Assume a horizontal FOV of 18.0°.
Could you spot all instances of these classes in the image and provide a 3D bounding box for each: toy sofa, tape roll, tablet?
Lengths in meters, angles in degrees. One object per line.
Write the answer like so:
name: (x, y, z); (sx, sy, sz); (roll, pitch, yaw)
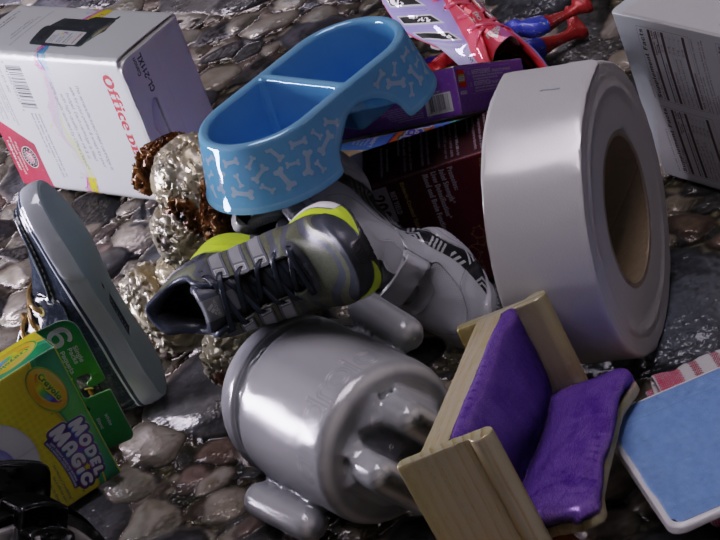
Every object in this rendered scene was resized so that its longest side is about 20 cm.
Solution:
toy sofa: (0.099, 0.090, 1.374); (0.097, 0.083, 0.200); (-22, 17, 23)
tape roll: (0.147, -0.038, 1.527); (0.070, 0.203, 0.203); (-7, 35, 24)
tablet: (0.258, 0.089, 1.392); (0.199, 0.014, 0.130); (-23, 32, -4)

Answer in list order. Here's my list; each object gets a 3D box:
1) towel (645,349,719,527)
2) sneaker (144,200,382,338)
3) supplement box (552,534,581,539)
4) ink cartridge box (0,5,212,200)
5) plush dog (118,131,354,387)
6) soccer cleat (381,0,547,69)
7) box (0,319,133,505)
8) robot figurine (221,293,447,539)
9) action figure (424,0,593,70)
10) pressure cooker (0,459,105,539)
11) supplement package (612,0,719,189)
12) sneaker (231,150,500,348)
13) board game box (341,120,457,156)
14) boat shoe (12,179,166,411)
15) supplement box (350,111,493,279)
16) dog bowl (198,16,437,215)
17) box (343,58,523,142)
towel: (0.290, 0.081, 1.427); (0.199, 0.030, 0.147); (-20, 32, 0)
sneaker: (-0.064, 0.011, 1.498); (0.200, 0.074, 0.081); (-18, 13, 49)
supplement box: (0.053, 0.228, 1.317); (0.200, 0.069, 0.066); (-35, 32, -16)
ink cartridge box: (-0.229, -0.147, 1.981); (0.199, 0.146, 0.083); (8, 41, 39)
plush dog: (-0.097, -0.024, 1.686); (0.160, 0.172, 0.200); (-34, 32, -19)
soccer cleat: (0.089, -0.191, 1.820); (0.067, 0.077, 0.200); (-38, 79, -19)
box: (-0.259, 0.132, 1.608); (0.200, 0.118, 0.048); (-34, 27, -18)
robot figurine: (-0.017, 0.096, 1.512); (0.200, 0.113, 0.170); (22, 79, 49)
action figure: (0.097, -0.181, 1.894); (0.199, 0.065, 0.052); (-28, 70, -16)
pressure cooker: (-0.243, 0.217, 1.417); (0.199, 0.176, 0.179); (12, 49, 48)
supplement package: (0.317, -0.148, 1.632); (0.152, 0.151, 0.200); (-39, 35, -24)
sneaker: (0.000, 0.000, 1.592); (0.075, 0.200, 0.115); (-53, -5, 38)
board game box: (-0.020, -0.072, 1.833); (0.199, 0.045, 0.152); (1, 38, 35)
boat shoe: (-0.223, 0.032, 1.659); (0.090, 0.201, 0.071); (-22, 30, 8)
supplement box: (0.102, -0.057, 1.672); (0.199, 0.109, 0.061); (-18, 30, 9)
dog bowl: (-0.034, -0.114, 1.594); (0.111, 0.050, 0.200); (11, 41, 44)
box: (0.012, -0.122, 1.736); (0.199, 0.039, 0.137); (-10, 2, 26)
